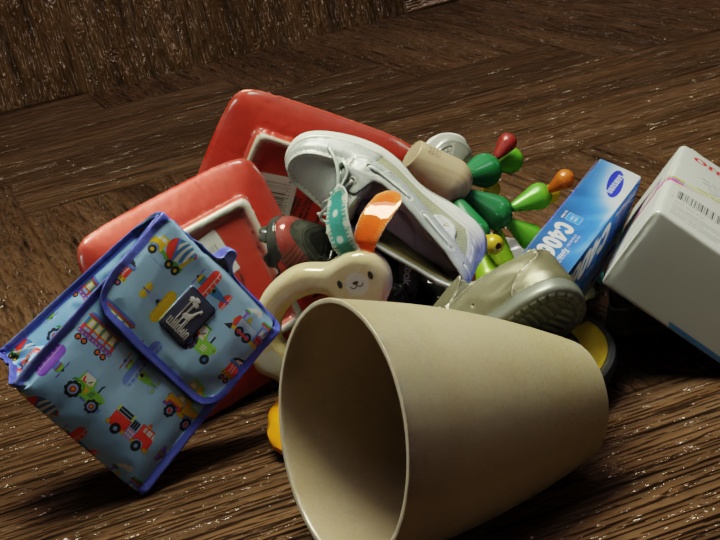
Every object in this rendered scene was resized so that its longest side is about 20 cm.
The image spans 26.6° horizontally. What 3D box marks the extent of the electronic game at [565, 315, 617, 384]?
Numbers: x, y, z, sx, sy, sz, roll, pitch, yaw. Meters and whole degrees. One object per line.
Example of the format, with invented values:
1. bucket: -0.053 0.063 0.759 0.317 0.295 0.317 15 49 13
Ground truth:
1. electronic game: 0.116 0.083 1.287 0.200 0.042 0.200 -11 25 5

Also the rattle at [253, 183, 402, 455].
1. rattle: -0.029 0.035 1.294 0.130 0.200 0.143 36 25 14

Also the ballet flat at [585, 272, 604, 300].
1. ballet flat: 0.205 -0.018 1.483 0.075 0.068 0.200 -30 12 25

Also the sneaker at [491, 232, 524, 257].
1. sneaker: 0.093 -0.031 1.599 0.200 0.080 0.070 0 -2 27

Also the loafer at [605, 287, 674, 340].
1. loafer: 0.257 0.007 1.409 0.073 0.071 0.200 -9 17 9

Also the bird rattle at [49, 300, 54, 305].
1. bird rattle: -0.208 0.049 1.546 0.200 0.113 0.163 -19 36 -15

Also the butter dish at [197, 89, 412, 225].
1. butter dish: -0.070 -0.092 1.549 0.199 0.200 0.148 17 25 -15

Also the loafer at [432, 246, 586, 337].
1. loafer: 0.087 0.048 1.198 0.200 0.075 0.070 -29 42 23

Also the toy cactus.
1. toy cactus: 0.117 -0.068 1.461 0.102 0.165 0.200 -33 30 49

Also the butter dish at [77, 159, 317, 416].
1. butter dish: -0.162 0.022 1.435 0.200 0.200 0.148 -31 13 -26

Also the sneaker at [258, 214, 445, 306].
1. sneaker: 0.000 0.000 1.398 0.098 0.200 0.071 -25 44 40

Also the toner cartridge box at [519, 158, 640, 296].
1. toner cartridge box: 0.176 -0.010 1.295 0.043 0.095 0.200 26 38 15

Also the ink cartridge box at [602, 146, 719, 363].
1. ink cartridge box: 0.303 -0.013 1.314 0.144 0.085 0.200 35 28 3

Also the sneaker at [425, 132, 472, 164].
1. sneaker: 0.079 -0.044 1.523 0.075 0.200 0.082 22 -14 -26

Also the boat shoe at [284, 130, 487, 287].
1. boat shoe: 0.019 -0.053 1.357 0.074 0.202 0.065 -53 4 34

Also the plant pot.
1. plant pot: 0.072 0.105 1.092 0.200 0.187 0.187 -4 12 -28

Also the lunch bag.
1. lunch bag: -0.173 0.056 1.268 0.200 0.151 0.094 -47 24 -4
